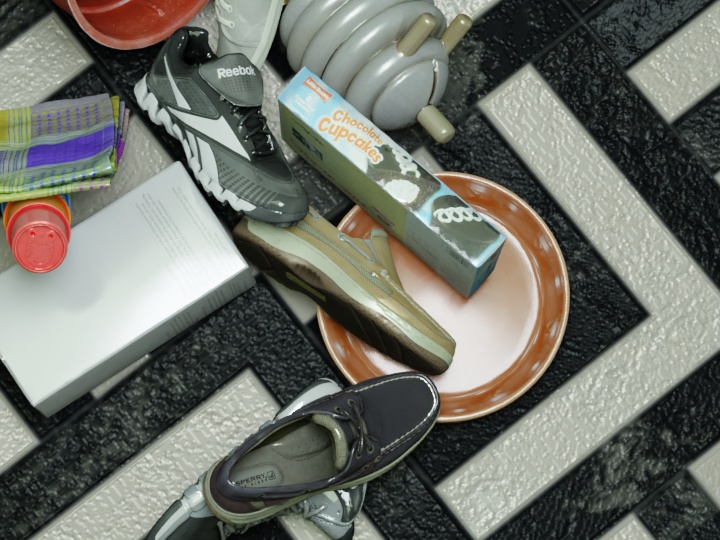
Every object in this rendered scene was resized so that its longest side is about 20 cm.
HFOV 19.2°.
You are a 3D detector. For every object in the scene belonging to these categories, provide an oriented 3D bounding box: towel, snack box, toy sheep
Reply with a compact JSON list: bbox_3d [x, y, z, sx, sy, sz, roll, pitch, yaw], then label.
[{"bbox_3d":[-0.254,-0.094,1.645,0.144,0.200,0.023,-7,111,-1],"label":"towel"},{"bbox_3d":[0.022,-0.065,1.632,0.200,0.116,0.037,41,80,7],"label":"snack box"},{"bbox_3d":[0.010,-0.178,1.674,0.138,0.138,0.200,-34,66,-5],"label":"toy sheep"}]

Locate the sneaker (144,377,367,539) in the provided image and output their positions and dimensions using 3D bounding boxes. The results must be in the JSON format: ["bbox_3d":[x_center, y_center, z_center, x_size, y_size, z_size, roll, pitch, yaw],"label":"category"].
[{"bbox_3d":[-0.064,0.185,1.644,0.200,0.075,0.116,-41,84,-7],"label":"sneaker"}]

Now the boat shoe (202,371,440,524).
[{"bbox_3d":[-0.022,0.130,1.599,0.200,0.065,0.072,-22,82,-19],"label":"boat shoe"}]

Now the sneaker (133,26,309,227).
[{"bbox_3d":[-0.101,-0.117,1.637,0.200,0.066,0.091,48,128,31],"label":"sneaker"}]

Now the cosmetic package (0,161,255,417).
[{"bbox_3d":[-0.194,0.016,1.668,0.200,0.085,0.108,-32,81,-4],"label":"cosmetic package"}]

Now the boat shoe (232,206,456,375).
[{"bbox_3d":[0.000,0.000,1.648,0.200,0.072,0.076,36,71,7],"label":"boat shoe"}]

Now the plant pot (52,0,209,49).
[{"bbox_3d":[-0.223,-0.301,1.658,0.195,0.201,0.201,29,81,30],"label":"plant pot"}]

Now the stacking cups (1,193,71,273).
[{"bbox_3d":[-0.246,-0.040,1.621,0.060,0.200,0.061,-3,110,-9],"label":"stacking cups"}]

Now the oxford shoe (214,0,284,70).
[{"bbox_3d":[-0.091,-0.220,1.677,0.058,0.075,0.200,7,122,-24],"label":"oxford shoe"}]

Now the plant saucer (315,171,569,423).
[{"bbox_3d":[0.065,0.022,1.690,0.200,0.032,0.200,0,80,0],"label":"plant saucer"}]
